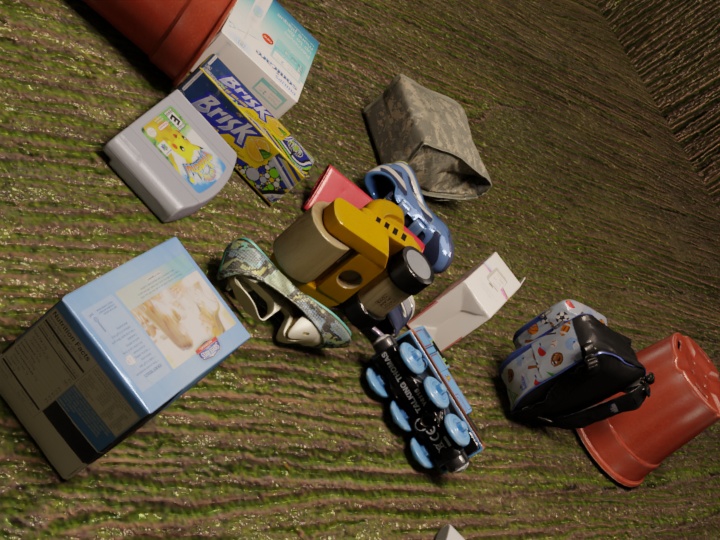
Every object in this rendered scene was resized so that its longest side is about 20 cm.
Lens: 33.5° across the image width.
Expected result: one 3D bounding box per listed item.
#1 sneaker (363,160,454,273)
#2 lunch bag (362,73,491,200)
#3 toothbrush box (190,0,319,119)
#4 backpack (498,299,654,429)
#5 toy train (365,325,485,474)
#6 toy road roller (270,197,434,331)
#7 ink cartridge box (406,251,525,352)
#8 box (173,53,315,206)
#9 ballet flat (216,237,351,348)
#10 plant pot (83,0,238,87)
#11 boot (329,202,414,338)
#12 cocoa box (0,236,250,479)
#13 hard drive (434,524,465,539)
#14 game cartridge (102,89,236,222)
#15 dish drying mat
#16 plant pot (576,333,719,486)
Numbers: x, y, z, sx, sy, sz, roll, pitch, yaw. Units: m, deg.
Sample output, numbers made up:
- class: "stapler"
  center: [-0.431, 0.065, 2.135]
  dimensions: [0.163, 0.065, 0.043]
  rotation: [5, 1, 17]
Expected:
- class: "sneaker"
  center: [0.068, -0.078, 1.811]
  dimensions: [0.082, 0.074, 0.201]
  rotation: [-1, 53, -51]
- class: "lunch bag"
  center: [0.120, -0.208, 1.979]
  dimensions: [0.199, 0.118, 0.165]
  rotation: [17, 43, -40]
- class: "toothbrush box"
  center: [-0.152, -0.312, 1.729]
  dimensions: [0.146, 0.085, 0.200]
  rotation: [42, 32, -18]
- class: "backpack"
  center: [0.302, 0.145, 1.780]
  dimensions: [0.200, 0.190, 0.155]
  rotation: [29, 31, -43]
- class: "toy train"
  center: [0.087, 0.167, 1.552]
  dimensions: [0.201, 0.087, 0.114]
  rotation: [57, 23, 9]
- class: "toy road roller"
  center: [-0.010, -0.033, 1.513]
  dimensions: [0.199, 0.123, 0.147]
  rotation: [31, 36, -30]
- class: "ink cartridge box"
  center: [0.160, 0.044, 1.758]
  dimensions: [0.068, 0.116, 0.200]
  rotation: [53, 28, 2]
- class: "box"
  center: [-0.157, -0.188, 1.598]
  dimensions: [0.200, 0.070, 0.064]
  rotation: [46, 27, -13]
- class: "ballet flat"
  center: [-0.097, 0.048, 1.448]
  dimensions: [0.200, 0.074, 0.074]
  rotation: [41, 31, -17]
- class: "plant pot"
  center: [-0.265, -0.375, 1.544]
  dimensions: [0.195, 0.201, 0.201]
  rotation: [34, 33, -15]
- class: "boot"
  center: [0.000, 0.000, 1.615]
  dimensions: [0.200, 0.073, 0.090]
  rotation: [51, 23, -5]
- class: "cocoa box"
  center: [-0.225, 0.078, 1.141]
  dimensions: [0.134, 0.131, 0.200]
  rotation: [52, 29, -1]
- class: "hard drive"
  center: [0.154, 0.416, 1.430]
  dimensions: [0.200, 0.026, 0.132]
  rotation: [46, 29, -11]
- class: "game cartridge"
  center: [-0.227, -0.140, 1.482]
  dimensions: [0.134, 0.040, 0.200]
  rotation: [51, 29, -12]
- class: "dish drying mat"
  center: [0.007, -0.063, 1.718]
  dimensions: [0.200, 0.018, 0.077]
  rotation: [38, 74, -25]
- class: "plant pot"
  center: [0.470, 0.212, 1.927]
  dimensions: [0.200, 0.195, 0.201]
  rotation: [35, 33, -27]
